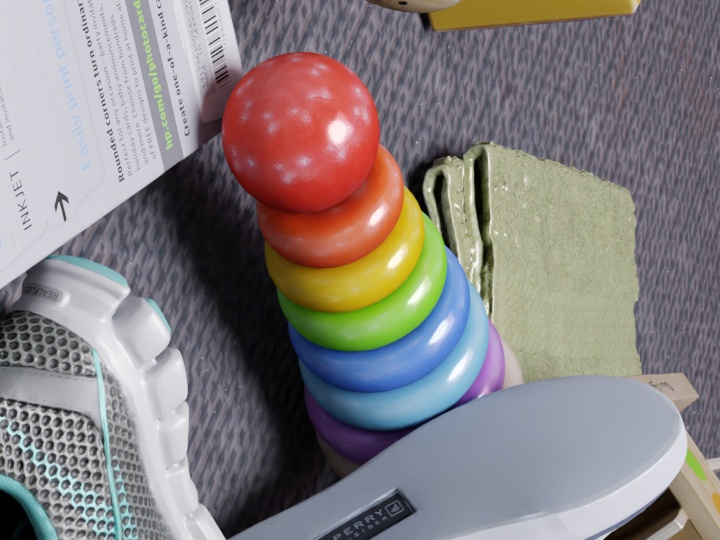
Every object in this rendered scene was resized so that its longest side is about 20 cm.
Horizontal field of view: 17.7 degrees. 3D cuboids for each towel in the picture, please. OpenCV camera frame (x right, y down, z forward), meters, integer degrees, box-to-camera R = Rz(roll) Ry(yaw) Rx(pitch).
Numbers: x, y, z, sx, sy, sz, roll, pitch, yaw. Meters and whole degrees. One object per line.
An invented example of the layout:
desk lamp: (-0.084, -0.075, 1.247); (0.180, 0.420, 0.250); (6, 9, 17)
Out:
towel: (0.082, 0.020, 1.068); (0.200, 0.036, 0.150); (5, 83, -61)

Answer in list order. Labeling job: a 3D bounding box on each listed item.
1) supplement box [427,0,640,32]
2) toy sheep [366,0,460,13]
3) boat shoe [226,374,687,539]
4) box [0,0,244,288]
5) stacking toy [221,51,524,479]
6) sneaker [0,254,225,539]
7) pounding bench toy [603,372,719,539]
supplement box: (0.066, -0.222, 0.984); (0.131, 0.102, 0.201); (-59, 137, -45)
toy sheep: (-0.010, -0.184, 0.815); (0.138, 0.137, 0.201); (-43, 112, -54)
boat shoe: (0.032, 0.114, 0.841); (0.201, 0.075, 0.087); (-27, 133, -13)
box: (-0.111, -0.088, 0.709); (0.200, 0.041, 0.157); (-44, 126, -56)
stacking toy: (0.000, 0.000, 0.833); (0.201, 0.085, 0.086); (66, 34, -51)
sneaker: (-0.088, 0.099, 0.726); (0.091, 0.077, 0.201); (-39, 120, -37)
pounding bench toy: (0.125, 0.142, 0.963); (0.157, 0.124, 0.200); (56, 16, 12)
